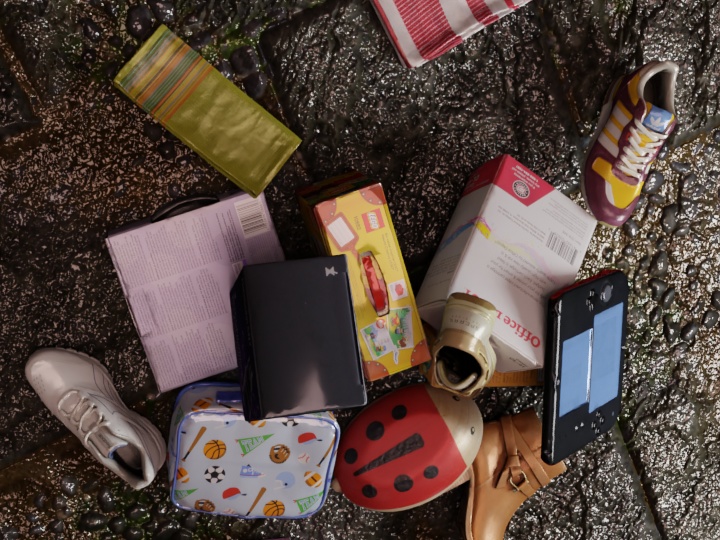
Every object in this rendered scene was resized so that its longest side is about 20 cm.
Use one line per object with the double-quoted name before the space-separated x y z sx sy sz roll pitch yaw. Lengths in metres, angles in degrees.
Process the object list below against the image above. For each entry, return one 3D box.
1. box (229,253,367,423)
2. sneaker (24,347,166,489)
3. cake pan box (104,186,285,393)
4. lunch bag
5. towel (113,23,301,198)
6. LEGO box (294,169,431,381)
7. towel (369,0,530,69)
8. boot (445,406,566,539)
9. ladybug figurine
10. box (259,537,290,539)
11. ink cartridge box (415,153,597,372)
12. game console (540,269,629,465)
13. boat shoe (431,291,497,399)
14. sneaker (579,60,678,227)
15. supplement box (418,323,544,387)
"box" -0.069 0.074 1.053 0.103 0.200 0.150 -6 81 -12
"sneaker" -0.292 0.163 1.151 0.075 0.087 0.200 -45 105 1
"cake pan box" -0.172 0.016 1.167 0.183 0.052 0.202 -20 105 -10
"lunch bag" -0.120 0.202 1.188 0.198 0.076 0.162 4 115 -14
"towel" -0.166 -0.173 1.124 0.199 0.018 0.086 39 86 -5
"LEGO box" 0.000 0.000 1.150 0.076 0.149 0.202 -19 105 -8
"towel" 0.105 -0.338 1.173 0.199 0.023 0.145 -31 105 -5
"boot" 0.187 0.280 1.282 0.154 0.074 0.201 -26 102 -2
"ladybug figurine" 0.053 0.211 1.225 0.199 0.072 0.136 -32 80 2
"box" -0.163 0.436 1.229 0.174 0.097 0.202 -2 102 -12
"ink cartridge box" 0.165 -0.007 1.181 0.147 0.085 0.201 34 68 -17
"game console" 0.261 0.107 1.195 0.176 0.031 0.202 -18 112 -53
"boat shoe" 0.105 0.096 1.112 0.073 0.201 0.067 16 63 16
"sneaker" 0.314 -0.150 1.192 0.074 0.090 0.202 18 75 -18
"supplement box" 0.174 0.101 1.252 0.198 0.067 0.070 -2 102 -13
